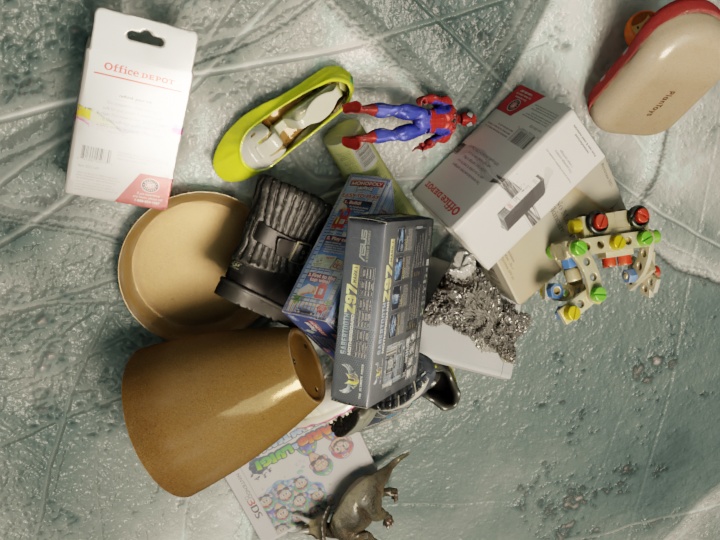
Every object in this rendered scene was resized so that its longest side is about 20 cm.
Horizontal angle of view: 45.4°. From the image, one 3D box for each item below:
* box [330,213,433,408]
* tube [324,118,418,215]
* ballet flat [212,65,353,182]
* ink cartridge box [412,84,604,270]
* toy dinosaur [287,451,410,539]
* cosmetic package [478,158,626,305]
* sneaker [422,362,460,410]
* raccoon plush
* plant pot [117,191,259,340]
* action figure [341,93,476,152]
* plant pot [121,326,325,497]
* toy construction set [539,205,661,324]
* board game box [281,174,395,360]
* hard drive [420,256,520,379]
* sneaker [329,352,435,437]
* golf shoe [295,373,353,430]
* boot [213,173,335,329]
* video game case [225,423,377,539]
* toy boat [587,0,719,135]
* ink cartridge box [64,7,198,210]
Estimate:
[{"bbox_3d":[0.027,0.039,0.973,0.050,0.157,0.204,8,98,22],"label":"box"},{"bbox_3d":[0.020,-0.097,1.086,0.201,0.057,0.052,57,45,-34],"label":"tube"},{"bbox_3d":[-0.089,-0.169,1.005,0.199,0.067,0.067,-36,119,0],"label":"ballet flat"},{"bbox_3d":[0.178,-0.118,1.068,0.200,0.145,0.084,-43,118,4],"label":"ink cartridge box"},{"bbox_3d":[0.002,0.338,1.223,0.200,0.077,0.102,-43,133,9],"label":"toy dinosaur"},{"bbox_3d":[0.246,-0.061,1.140,0.199,0.073,0.104,-39,118,-8],"label":"cosmetic package"},{"bbox_3d":[0.076,0.115,1.170,0.075,0.085,0.200,-46,118,5],"label":"sneaker"},{"bbox_3d":[0.151,0.052,1.048,0.133,0.200,0.098,31,88,5],"label":"raccoon plush"},{"bbox_3d":[-0.199,-0.004,1.064,0.196,0.028,0.203,-6,114,-14],"label":"plant pot"},{"bbox_3d":[0.068,-0.179,1.039,0.198,0.051,0.067,-13,106,-40],"label":"action figure"},{"bbox_3d":[-0.148,0.148,1.022,0.197,0.187,0.188,-21,119,15],"label":"plant pot"},{"bbox_3d":[0.318,-0.010,1.097,0.197,0.092,0.134,-7,88,-32],"label":"toy construction set"},{"bbox_3d":[0.000,0.000,1.036,0.200,0.061,0.203,51,54,-59],"label":"board game box"},{"bbox_3d":[0.129,0.061,1.157,0.197,0.027,0.134,16,77,-27],"label":"hard drive"},{"bbox_3d":[0.039,0.155,1.131,0.085,0.079,0.199,1,154,-40],"label":"sneaker"},{"bbox_3d":[-0.087,0.156,1.110,0.197,0.075,0.093,-15,104,22],"label":"golf shoe"},{"bbox_3d":[-0.070,-0.011,1.052,0.210,0.079,0.160,28,83,-49],"label":"boot"},{"bbox_3d":[-0.086,0.279,1.223,0.198,0.024,0.184,-26,118,-6],"label":"video game case"},{"bbox_3d":[0.368,-0.270,1.081,0.128,0.133,0.200,1,154,-18],"label":"toy boat"},{"bbox_3d":[-0.253,-0.180,0.948,0.115,0.068,0.203,9,111,-21],"label":"ink cartridge box"}]
